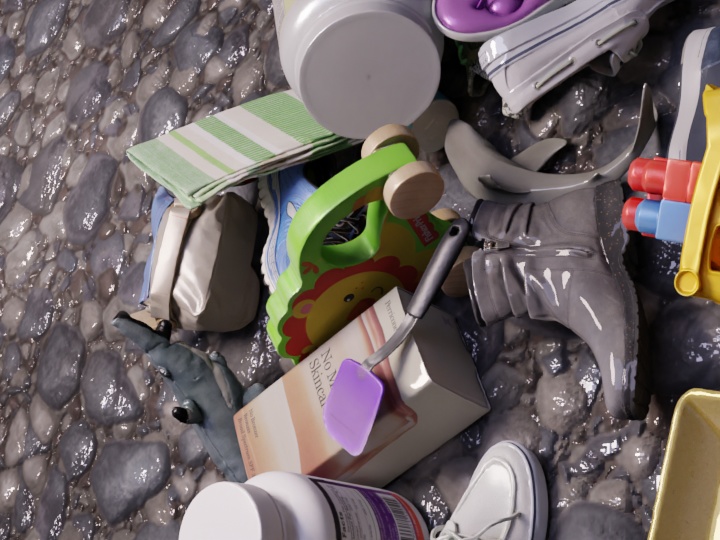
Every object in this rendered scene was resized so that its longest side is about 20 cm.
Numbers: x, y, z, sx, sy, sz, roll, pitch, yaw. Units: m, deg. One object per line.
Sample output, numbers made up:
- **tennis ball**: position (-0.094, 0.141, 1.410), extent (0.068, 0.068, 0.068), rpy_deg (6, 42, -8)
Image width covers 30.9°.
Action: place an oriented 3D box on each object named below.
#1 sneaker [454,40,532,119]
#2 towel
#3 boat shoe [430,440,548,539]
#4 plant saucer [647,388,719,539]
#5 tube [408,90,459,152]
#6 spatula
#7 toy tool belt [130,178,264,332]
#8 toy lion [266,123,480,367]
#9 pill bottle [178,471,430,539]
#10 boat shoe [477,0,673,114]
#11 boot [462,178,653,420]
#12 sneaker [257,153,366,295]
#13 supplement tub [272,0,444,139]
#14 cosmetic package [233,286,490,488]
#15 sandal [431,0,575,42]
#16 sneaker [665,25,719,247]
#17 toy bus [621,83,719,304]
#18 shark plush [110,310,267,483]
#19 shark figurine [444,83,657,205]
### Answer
- **sneaker**: position (0.106, -0.202, 1.157), extent (0.089, 0.076, 0.201), rpy_deg (-62, 38, 23)
- **towel**: position (-0.105, -0.122, 1.241), extent (0.198, 0.024, 0.152), rpy_deg (-25, 33, -22)
- **boat shoe**: position (0.076, 0.221, 0.975), extent (0.074, 0.086, 0.205), rpy_deg (11, 79, 44)
- **plant saucer**: position (0.281, 0.189, 0.832), extent (0.198, 0.048, 0.203), rpy_deg (5, 74, 43)
- **tube**: position (0.022, -0.176, 1.236), extent (0.077, 0.050, 0.200), rpy_deg (-44, 41, -1)
- **spatula**: position (0.030, 0.046, 1.015), extent (0.056, 0.020, 0.201), rpy_deg (31, 88, 43)
- **toy tool belt**: position (-0.168, -0.033, 1.287), extent (0.121, 0.125, 0.203), rpy_deg (-6, 67, 31)
- **toy lion**: position (0.000, 0.000, 1.074), extent (0.190, 0.200, 0.069), rpy_deg (-33, 52, 3)
- **pill bottle**: position (-0.042, 0.214, 0.998), extent (0.110, 0.199, 0.113), rpy_deg (-12, 69, 35)
- **boat shoe**: position (0.192, -0.187, 1.047), extent (0.198, 0.074, 0.067), rpy_deg (-27, 86, -2)
- **boot**: position (0.147, 0.029, 0.985), extent (0.130, 0.070, 0.202), rpy_deg (-11, 55, 16)
- **sneaker**: position (-0.041, -0.034, 1.202), extent (0.089, 0.078, 0.202), rpy_deg (-33, 52, 30)
- **supplement tub**: position (-0.004, -0.223, 1.152), extent (0.145, 0.144, 0.201), rpy_deg (-40, 35, 22)
- **cosmetic package**: position (-0.003, 0.119, 1.092), extent (0.199, 0.087, 0.104), rpy_deg (-40, 48, 22)
- **sandal**: position (0.149, -0.253, 1.080), extent (0.200, 0.050, 0.083), rpy_deg (-23, 58, -9)
- **sneaker**: position (0.298, -0.098, 0.925), extent (0.145, 0.077, 0.205), rpy_deg (-9, 64, 42)
- **toy bus**: position (0.267, -0.064, 0.846), extent (0.190, 0.135, 0.203), rpy_deg (15, 98, 27)
- **shark plush**: position (-0.141, 0.109, 1.165), extent (0.090, 0.201, 0.084), rpy_deg (-16, 28, 24)
- **shark figurine**: position (0.142, -0.078, 1.047), extent (0.212, 0.089, 0.130), rpy_deg (-4, 77, 39)
